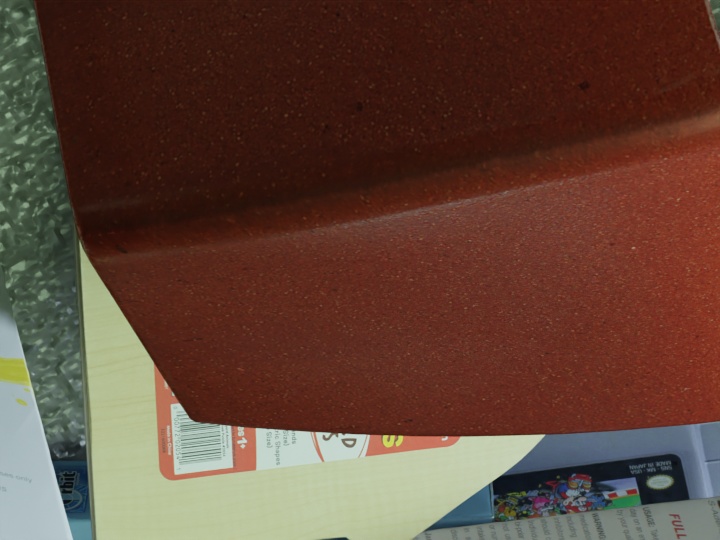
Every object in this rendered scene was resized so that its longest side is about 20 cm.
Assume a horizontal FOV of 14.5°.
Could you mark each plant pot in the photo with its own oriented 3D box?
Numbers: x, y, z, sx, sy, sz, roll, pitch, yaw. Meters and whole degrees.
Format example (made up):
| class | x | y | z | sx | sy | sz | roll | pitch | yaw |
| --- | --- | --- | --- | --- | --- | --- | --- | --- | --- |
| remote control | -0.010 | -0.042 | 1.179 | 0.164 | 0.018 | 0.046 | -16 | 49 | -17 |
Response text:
| class | x | y | z | sx | sy | sz | roll | pitch | yaw |
| --- | --- | --- | --- | --- | --- | --- | --- | --- | --- |
| plant pot | 0.007 | -0.059 | 0.819 | 0.176 | 0.200 | 0.200 | -15 | 153 | 4 |

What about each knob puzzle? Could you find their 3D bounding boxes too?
| class | x | y | z | sx | sy | sz | roll | pitch | yaw |
| --- | --- | --- | --- | --- | --- | --- | --- | --- | --- |
| knob puzzle | 0.000 | 0.000 | 0.971 | 0.220 | 0.030 | 0.220 | -4 | 104 | -16 |

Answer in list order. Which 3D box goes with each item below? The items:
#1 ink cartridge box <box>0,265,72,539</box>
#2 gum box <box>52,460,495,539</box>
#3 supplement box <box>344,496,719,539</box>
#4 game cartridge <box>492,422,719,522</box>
| class | x | y | z | sx | sy | sz | roll | pitch | yaw |
| --- | --- | --- | --- | --- | --- | --- | --- | --- | --- |
| ink cartridge box | -0.168 | 0.089 | 0.923 | 0.083 | 0.200 | 0.145 | 15 | 119 | -26 |
| gum box | -0.050 | 0.152 | 1.067 | 0.200 | 0.045 | 0.170 | -1 | 120 | 1 |
| supplement box | 0.051 | 0.159 | 1.004 | 0.200 | 0.074 | 0.126 | -7 | 121 | -3 |
| game cartridge | 0.058 | 0.060 | 1.055 | 0.200 | 0.038 | 0.130 | -8 | 127 | 10 |
